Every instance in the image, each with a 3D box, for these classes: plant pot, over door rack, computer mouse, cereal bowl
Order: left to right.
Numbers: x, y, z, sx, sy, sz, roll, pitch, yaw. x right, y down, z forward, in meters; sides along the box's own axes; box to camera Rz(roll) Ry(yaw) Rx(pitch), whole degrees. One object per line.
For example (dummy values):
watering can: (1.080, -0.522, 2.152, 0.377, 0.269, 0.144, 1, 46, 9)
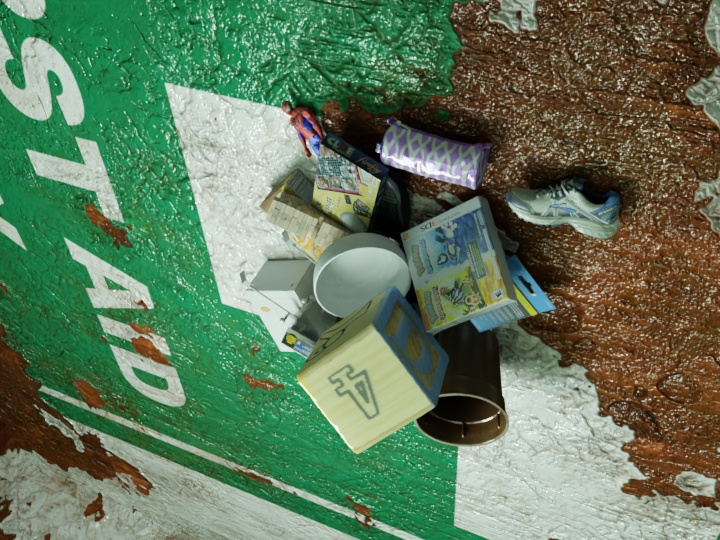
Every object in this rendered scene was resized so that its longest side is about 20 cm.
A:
over door rack: (-0.142, 0.034, 1.662, 0.147, 0.067, 0.200, -41, 121, 12)
cereal bowl: (0.000, 0.000, 1.530, 0.195, 0.084, 0.203, -6, 135, -5)
computer mouse: (0.052, -0.137, 1.523, 0.136, 0.053, 0.202, 22, 148, 22)
plant pot: (0.217, 0.234, 1.646, 0.195, 0.201, 0.203, 6, 138, 5)

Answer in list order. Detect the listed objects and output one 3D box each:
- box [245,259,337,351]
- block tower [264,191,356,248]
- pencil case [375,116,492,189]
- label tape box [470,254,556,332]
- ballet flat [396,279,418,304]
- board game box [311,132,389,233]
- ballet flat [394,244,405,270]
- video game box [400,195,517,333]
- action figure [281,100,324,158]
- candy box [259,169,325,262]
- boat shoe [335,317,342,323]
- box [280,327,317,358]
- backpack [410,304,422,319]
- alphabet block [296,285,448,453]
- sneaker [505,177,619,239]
box: (-0.150, 0.085, 1.832, 0.149, 0.107, 0.202, -1, 130, 33)
block tower: (-0.091, -0.092, 1.571, 0.196, 0.058, 0.055, 24, 117, -7)
pencil case: (0.131, -0.208, 1.375, 0.196, 0.084, 0.087, 18, 116, 15)
label tape box: (0.275, 0.029, 1.528, 0.198, 0.064, 0.145, -23, 116, 45)
ballet flat: (0.156, 0.067, 1.618, 0.195, 0.058, 0.067, 14, 146, -15)
board game box: (-0.023, -0.158, 1.481, 0.134, 0.035, 0.201, 32, 151, 9)
ballet flat: (0.060, 0.007, 1.648, 0.072, 0.074, 0.200, 35, 141, -4)
video game box: (0.178, -0.009, 1.441, 0.180, 0.205, 0.046, -26, 159, 32)
action figure: (-0.082, -0.248, 1.500, 0.201, 0.052, 0.065, 49, 142, -15)
candy box: (-0.106, -0.106, 1.649, 0.200, 0.056, 0.115, 44, 138, -15)
boat shoe: (-0.021, 0.114, 1.803, 0.071, 0.073, 0.203, 14, 137, 20)
box: (-0.107, 0.176, 1.704, 0.135, 0.040, 0.200, 30, 173, -1)
backpack: (0.066, 0.161, 1.695, 0.174, 0.201, 0.154, -26, 112, 41)
alphabet block: (0.028, 0.185, 1.482, 0.198, 0.196, 0.198, -34, 98, 24)
sneaker: (0.349, -0.125, 1.329, 0.195, 0.078, 0.087, 13, 128, 12)
